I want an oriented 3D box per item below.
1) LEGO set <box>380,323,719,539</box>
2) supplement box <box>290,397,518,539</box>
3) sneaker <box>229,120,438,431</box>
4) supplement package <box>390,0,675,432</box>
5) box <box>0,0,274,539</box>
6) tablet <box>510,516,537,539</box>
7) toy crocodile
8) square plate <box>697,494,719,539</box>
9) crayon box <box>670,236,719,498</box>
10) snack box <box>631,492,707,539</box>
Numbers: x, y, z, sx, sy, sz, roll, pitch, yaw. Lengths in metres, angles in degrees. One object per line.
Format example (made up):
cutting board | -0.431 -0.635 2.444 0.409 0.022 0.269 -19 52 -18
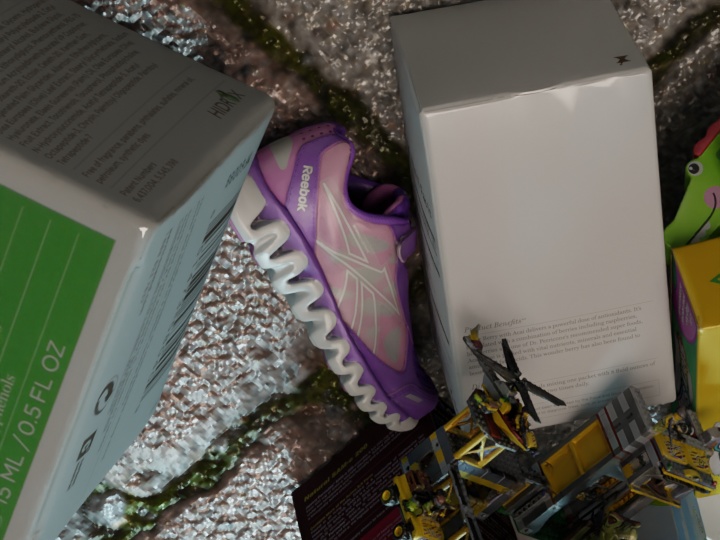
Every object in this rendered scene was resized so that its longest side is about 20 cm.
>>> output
LEGO set | 0.120 0.123 1.111 0.199 0.155 0.116 28 123 -35
supplement box | 0.030 0.162 1.223 0.109 0.200 0.061 -42 118 14
sneaker | 0.000 0.000 1.203 0.088 0.081 0.201 -33 119 0
supplement package | 0.092 -0.033 1.172 0.120 0.120 0.201 -10 121 -2
box | -0.172 -0.008 1.070 0.170 0.200 0.200 26 115 5
tablet | 0.061 0.203 1.236 0.129 0.201 0.014 -6 141 34
toy crocodile | 0.222 -0.085 1.167 0.062 0.068 0.200 39 87 15
square plate | 0.296 0.103 1.338 0.199 0.029 0.198 32 110 -24
crayon box | 0.258 0.040 1.199 0.171 0.059 0.201 -12 148 0
snack box | 0.108 0.209 1.266 0.199 0.169 0.068 -25 125 16
